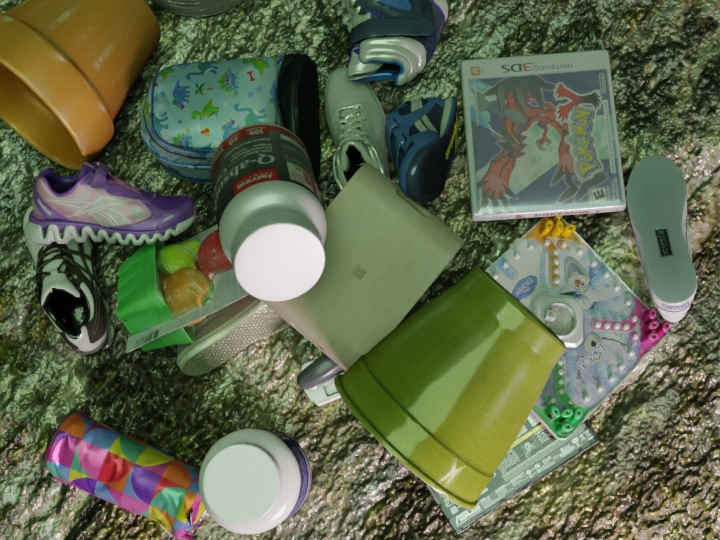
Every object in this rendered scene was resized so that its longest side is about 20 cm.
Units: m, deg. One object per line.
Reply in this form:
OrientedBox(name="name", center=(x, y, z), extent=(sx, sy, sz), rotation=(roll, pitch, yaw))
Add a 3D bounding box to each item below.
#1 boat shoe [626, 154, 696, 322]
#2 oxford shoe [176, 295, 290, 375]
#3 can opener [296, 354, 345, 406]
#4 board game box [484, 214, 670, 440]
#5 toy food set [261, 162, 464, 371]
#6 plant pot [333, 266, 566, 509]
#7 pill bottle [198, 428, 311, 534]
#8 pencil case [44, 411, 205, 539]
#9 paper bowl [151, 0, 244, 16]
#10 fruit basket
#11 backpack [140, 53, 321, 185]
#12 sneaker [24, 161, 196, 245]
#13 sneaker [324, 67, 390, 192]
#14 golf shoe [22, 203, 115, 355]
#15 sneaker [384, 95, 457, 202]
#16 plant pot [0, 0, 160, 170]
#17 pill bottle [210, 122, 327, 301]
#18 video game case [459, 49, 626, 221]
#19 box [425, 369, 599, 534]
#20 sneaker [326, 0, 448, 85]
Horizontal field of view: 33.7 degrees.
OrientedBox(name="boat shoe", center=(0.347, -0.036, 1.380), extent=(0.073, 0.066, 0.202), rotation=(-2, 62, 10))
OrientedBox(name="oxford shoe", center=(-0.134, 0.051, 1.397), extent=(0.199, 0.075, 0.058), rotation=(-29, 56, -1))
OrientedBox(name="can opener", center=(0.022, 0.100, 1.379), extent=(0.198, 0.067, 0.054), rotation=(-22, 83, 1))
OrientedBox(name="board game box", center=(0.229, 0.056, 1.361), extent=(0.200, 0.026, 0.200), rotation=(-40, 81, -22))
OrientedBox(name="toy food set", center=(0.000, 0.000, 1.330), extent=(0.143, 0.060, 0.201), rotation=(39, 94, 2))
OrientedBox(name="plant pot", center=(0.108, 0.108, 1.247), extent=(0.200, 0.200, 0.193), rotation=(41, 95, 7))
OrientedBox(name="pill bottle", center=(-0.116, 0.230, 1.304), extent=(0.110, 0.200, 0.113), rotation=(0, 83, 3))
OrientedBox(name="pencil case", center=(-0.265, 0.239, 1.372), extent=(0.198, 0.088, 0.089), rotation=(25, 85, 8))
OrientedBox(name="paper bowl", center=(-0.204, -0.421, 1.442), extent=(0.198, 0.104, 0.203), rotation=(-1, 83, 5))
OrientedBox(name="fruit basket", center=(-0.178, 0.008, 1.359), extent=(0.198, 0.186, 0.094), rotation=(-22, 122, 2))
OrientedBox(name="backpack", center=(-0.158, -0.176, 1.398), extent=(0.198, 0.154, 0.165), rotation=(-3, 79, 19))
OrientedBox(name="sneaker", center=(-0.288, -0.081, 1.360), extent=(0.197, 0.081, 0.090), rotation=(-1, 111, -2))
OrientedBox(name="sneaker", center=(-0.002, -0.155, 1.390), extent=(0.073, 0.116, 0.202), rotation=(-14, 81, 3))
OrientedBox(name="golf shoe", center=(-0.350, 0.001, 1.401), extent=(0.077, 0.095, 0.202), rotation=(-28, 80, 1))
OrientedBox(name="sneaker", center=(0.063, -0.139, 1.364), extent=(0.081, 0.201, 0.075), rotation=(6, 121, 11))
OrientedBox(name="plant pot", center=(-0.339, -0.253, 1.396), extent=(0.199, 0.200, 0.184), rotation=(37, 70, 7))
OrientedBox(name="pill bottle", center=(-0.097, -0.063, 1.263), extent=(0.114, 0.201, 0.117), rotation=(-6, 125, -9))
OrientedBox(name="video game case", center=(0.214, -0.162, 1.410), extent=(0.180, 0.023, 0.203), rotation=(-4, 74, 3))
OrientedBox(name="box", center=(0.150, 0.182, 1.371), extent=(0.199, 0.049, 0.162), rotation=(-33, 83, -2))
OrientedBox(name="sneaker", center=(-0.003, -0.300, 1.409), extent=(0.199, 0.081, 0.147), rotation=(28, 64, 1))
